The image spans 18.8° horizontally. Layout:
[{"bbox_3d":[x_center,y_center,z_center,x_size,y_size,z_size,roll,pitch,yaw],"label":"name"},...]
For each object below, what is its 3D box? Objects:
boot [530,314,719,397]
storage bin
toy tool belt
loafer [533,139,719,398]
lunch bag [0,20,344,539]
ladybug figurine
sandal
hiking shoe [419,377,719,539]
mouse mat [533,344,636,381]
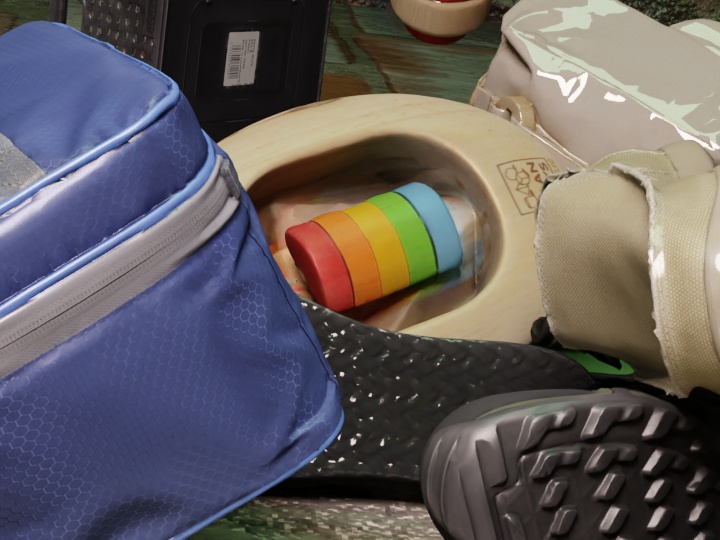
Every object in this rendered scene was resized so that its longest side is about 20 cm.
[{"bbox_3d":[0.144,0.025,0.866,0.130,0.068,0.200,17,0,18],"label":"boot"},{"bbox_3d":[-0.112,-0.147,1.452,0.093,0.136,0.200,14,13,28],"label":"storage bin"},{"bbox_3d":[0.092,-0.060,0.986,0.200,0.123,0.125,30,47,20],"label":"toy tool belt"},{"bbox_3d":[0.092,0.002,0.701,0.068,0.076,0.200,-10,7,3],"label":"loafer"},{"bbox_3d":[-0.109,-0.001,0.661,0.136,0.133,0.200,-31,24,-16],"label":"lunch bag"},{"bbox_3d":[0.000,0.000,0.882,0.199,0.136,0.072,-16,-22,-23],"label":"ladybug figurine"},{"bbox_3d":[-0.012,0.049,0.789,0.200,0.076,0.048,14,-19,-8],"label":"sandal"},{"bbox_3d":[0.087,0.074,0.722,0.199,0.076,0.101,10,-1,-37],"label":"hiking shoe"},{"bbox_3d":[0.017,0.025,1.038,0.199,0.008,0.161,3,13,-18],"label":"mouse mat"}]
